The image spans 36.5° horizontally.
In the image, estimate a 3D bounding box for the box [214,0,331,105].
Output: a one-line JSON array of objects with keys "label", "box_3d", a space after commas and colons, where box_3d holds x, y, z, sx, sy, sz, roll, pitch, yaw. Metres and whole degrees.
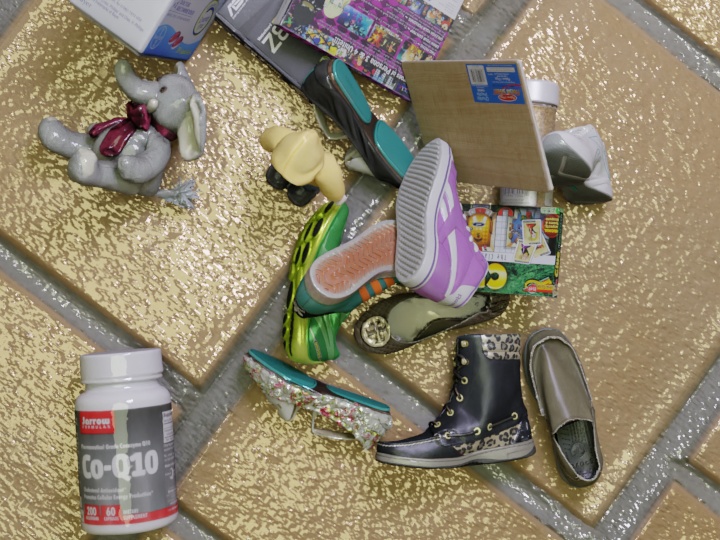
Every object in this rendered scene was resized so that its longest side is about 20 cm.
[{"label": "box", "box_3d": [-0.055, -0.330, 1.321, 0.161, 0.049, 0.201, 40, 87, -10]}]

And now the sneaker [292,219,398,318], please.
[{"label": "sneaker", "box_3d": [0.000, 0.000, 1.266, 0.199, 0.080, 0.072, -21, 76, -39]}]

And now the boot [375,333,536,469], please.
[{"label": "boot", "box_3d": [0.111, 0.156, 1.311, 0.200, 0.073, 0.156, -2, 87, -15]}]

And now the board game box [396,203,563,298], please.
[{"label": "board game box", "box_3d": [0.140, -0.027, 1.303, 0.197, 0.023, 0.107, 3, 90, 24]}]

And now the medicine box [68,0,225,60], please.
[{"label": "medicine box", "box_3d": [-0.209, -0.351, 1.234, 0.102, 0.182, 0.201, 36, 101, 1]}]

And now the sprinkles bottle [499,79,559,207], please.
[{"label": "sprinkles bottle", "box_3d": [0.203, -0.127, 1.329, 0.067, 0.068, 0.203, 3, 89, -3]}]

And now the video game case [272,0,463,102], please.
[{"label": "video game case", "box_3d": [0.021, -0.325, 1.288, 0.198, 0.036, 0.183, 24, 93, -26]}]

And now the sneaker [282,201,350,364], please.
[{"label": "sneaker", "box_3d": [-0.041, 0.014, 1.319, 0.083, 0.074, 0.203, 12, 88, -24]}]

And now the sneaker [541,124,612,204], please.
[{"label": "sneaker", "box_3d": [0.248, -0.136, 1.281, 0.069, 0.200, 0.082, -2, 79, 24]}]

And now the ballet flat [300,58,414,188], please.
[{"label": "ballet flat", "box_3d": [-0.001, -0.166, 1.314, 0.068, 0.068, 0.201, -23, 117, 30]}]

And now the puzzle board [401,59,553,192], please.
[{"label": "puzzle board", "box_3d": [0.133, -0.169, 1.250, 0.017, 0.199, 0.153, -30, 115, -29]}]

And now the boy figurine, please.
[{"label": "boy figurine", "box_3d": [-0.066, -0.117, 1.249, 0.124, 0.200, 0.065, 39, 86, -4]}]

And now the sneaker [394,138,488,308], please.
[{"label": "sneaker", "box_3d": [0.101, -0.049, 1.276, 0.113, 0.072, 0.203, 27, 58, -30]}]

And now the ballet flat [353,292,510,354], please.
[{"label": "ballet flat", "box_3d": [0.088, 0.054, 1.328, 0.197, 0.046, 0.068, -13, 88, -3]}]

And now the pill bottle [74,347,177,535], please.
[{"label": "pill bottle", "box_3d": [-0.274, 0.196, 1.272, 0.112, 0.114, 0.203, -4, 89, -3]}]

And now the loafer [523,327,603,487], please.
[{"label": "loafer", "box_3d": [0.255, 0.167, 1.322, 0.074, 0.070, 0.203, -19, 90, -3]}]

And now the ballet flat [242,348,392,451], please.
[{"label": "ballet flat", "box_3d": [-0.058, 0.160, 1.307, 0.198, 0.076, 0.065, 23, 95, 0]}]

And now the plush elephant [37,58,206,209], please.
[{"label": "plush elephant", "box_3d": [-0.249, -0.170, 1.265, 0.198, 0.165, 0.157, 18, 102, -31]}]
